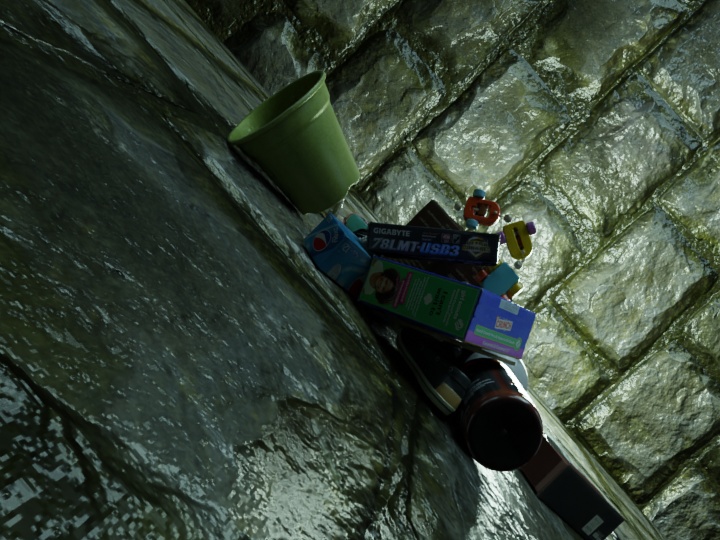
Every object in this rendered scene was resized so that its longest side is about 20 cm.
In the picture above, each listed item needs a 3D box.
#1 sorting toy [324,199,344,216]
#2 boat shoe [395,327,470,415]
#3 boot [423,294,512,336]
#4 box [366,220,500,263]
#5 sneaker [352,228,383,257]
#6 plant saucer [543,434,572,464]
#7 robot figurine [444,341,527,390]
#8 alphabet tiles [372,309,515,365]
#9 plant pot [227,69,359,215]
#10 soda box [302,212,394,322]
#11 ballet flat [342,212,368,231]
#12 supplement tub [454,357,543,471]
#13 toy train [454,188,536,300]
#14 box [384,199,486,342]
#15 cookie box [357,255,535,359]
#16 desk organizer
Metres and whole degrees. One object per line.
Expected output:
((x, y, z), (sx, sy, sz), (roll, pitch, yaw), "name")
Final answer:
((-0.121, -0.221, 1.415), (0.200, 0.107, 0.179), (45, -11, -20), "sorting toy")
((0.104, 0.130, 0.918), (0.074, 0.062, 0.200), (42, 5, -22), "boat shoe")
((0.192, 0.073, 1.161), (0.164, 0.079, 0.200), (5, 15, 12), "boot")
((0.121, -0.039, 1.012), (0.195, 0.051, 0.198), (5, -2, 12), "box")
((-0.008, -0.047, 1.109), (0.077, 0.084, 0.200), (48, 7, 18), "sneaker")
((0.365, 0.368, 1.207), (0.200, 0.050, 0.201), (47, 11, -11), "plant saucer")
((0.225, 0.182, 1.138), (0.200, 0.146, 0.128), (-77, 164, -82), "robot figurine")
((0.131, 0.103, 0.957), (0.165, 0.008, 0.199), (22, -3, -31), "alphabet tiles")
((-0.098, -0.207, 1.110), (0.186, 0.198, 0.201), (56, 3, -25), "plant pot")
((0.000, 0.000, 0.987), (0.199, 0.064, 0.068), (39, 10, -45), "soda box")
((0.032, -0.042, 1.430), (0.200, 0.069, 0.071), (48, -12, 5), "ballet flat")
((0.183, 0.189, 0.902), (0.107, 0.107, 0.200), (45, 8, -7), "supplement tub")
((0.227, -0.034, 1.124), (0.146, 0.205, 0.056), (9, -12, 16), "toy train")
((0.147, 0.008, 1.267), (0.165, 0.200, 0.165), (40, 9, -34), "box")
((0.124, 0.054, 0.925), (0.197, 0.077, 0.170), (17, -3, 43), "cookie box")
((0.352, 0.372, 1.075), (0.200, 0.072, 0.077), (44, 5, -28), "desk organizer")
